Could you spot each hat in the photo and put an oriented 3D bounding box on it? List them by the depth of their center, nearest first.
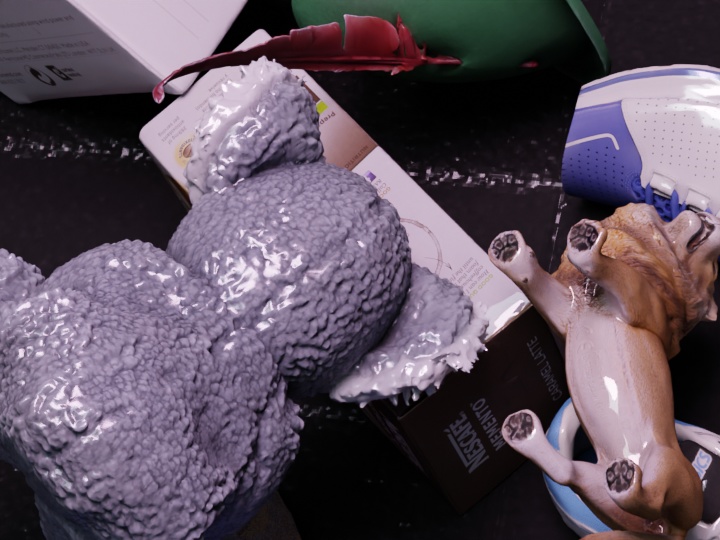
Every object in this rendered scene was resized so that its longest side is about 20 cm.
[{"bbox_3d":[-0.009,-0.099,1.302,0.176,0.200,0.166,-44,37,-6],"label":"hat"}]

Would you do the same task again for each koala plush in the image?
[{"bbox_3d":[-0.057,0.028,1.153,0.200,0.184,0.177,-37,90,-14],"label":"koala plush"}]

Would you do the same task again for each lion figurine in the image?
[{"bbox_3d":[0.109,0.052,1.173,0.072,0.122,0.200,-14,57,28],"label":"lion figurine"}]

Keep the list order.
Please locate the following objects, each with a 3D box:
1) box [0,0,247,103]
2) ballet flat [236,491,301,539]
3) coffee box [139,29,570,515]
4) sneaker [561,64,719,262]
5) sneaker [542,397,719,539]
[{"bbox_3d":[-0.161,-0.188,1.349,0.131,0.200,0.199,-58,25,-15],"label":"box"},{"bbox_3d":[-0.094,0.078,1.310,0.068,0.067,0.200,-36,60,-2],"label":"ballet flat"},{"bbox_3d":[0.000,0.000,1.295,0.080,0.114,0.200,-41,59,-5],"label":"coffee box"},{"bbox_3d":[0.180,-0.019,1.270,0.199,0.081,0.115,8,64,19],"label":"sneaker"},{"bbox_3d":[0.163,0.112,1.213,0.200,0.073,0.072,23,71,24],"label":"sneaker"}]
